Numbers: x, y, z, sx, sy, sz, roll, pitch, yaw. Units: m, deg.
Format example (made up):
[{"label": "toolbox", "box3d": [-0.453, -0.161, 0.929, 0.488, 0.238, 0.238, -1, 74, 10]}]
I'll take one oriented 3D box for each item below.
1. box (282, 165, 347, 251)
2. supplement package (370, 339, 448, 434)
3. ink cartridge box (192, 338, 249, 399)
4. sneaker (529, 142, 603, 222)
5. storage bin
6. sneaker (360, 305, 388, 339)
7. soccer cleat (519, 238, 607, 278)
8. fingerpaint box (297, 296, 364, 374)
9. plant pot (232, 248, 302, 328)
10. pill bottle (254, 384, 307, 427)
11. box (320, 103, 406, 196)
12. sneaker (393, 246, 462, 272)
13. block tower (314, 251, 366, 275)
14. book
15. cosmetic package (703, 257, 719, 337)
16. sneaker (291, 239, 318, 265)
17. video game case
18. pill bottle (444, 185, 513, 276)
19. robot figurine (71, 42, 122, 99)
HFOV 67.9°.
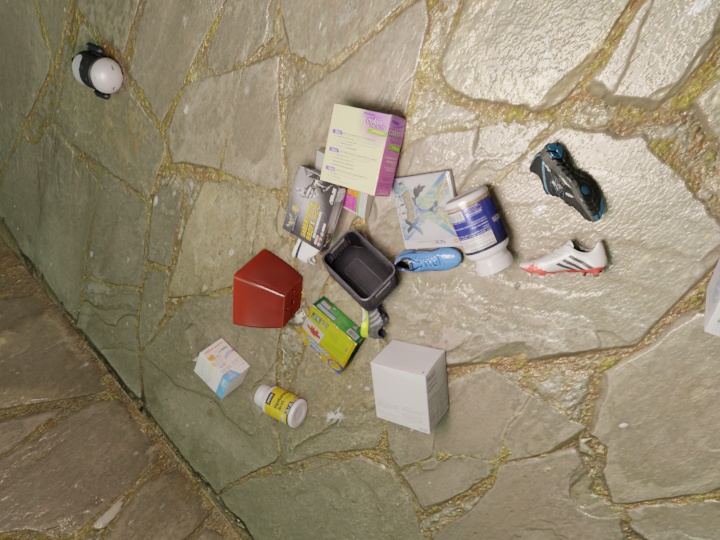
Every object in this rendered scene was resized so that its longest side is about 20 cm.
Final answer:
[{"label": "box", "box3d": [-0.134, -0.183, 1.557, 0.157, 0.048, 0.203, 30, 113, 25]}, {"label": "supplement package", "box3d": [0.152, 0.347, 1.624, 0.188, 0.147, 0.204, 8, 117, 32]}, {"label": "ink cartridge box", "box3d": [-0.576, 0.391, 2.187, 0.199, 0.128, 0.126, 40, 129, 12]}, {"label": "sneaker", "box3d": [0.462, -0.188, 1.197, 0.202, 0.073, 0.082, 55, 148, 7]}, {"label": "storage bin", "box3d": [0.000, 0.000, 1.537, 0.200, 0.135, 0.094, 43, 171, 24]}, {"label": "sneaker", "box3d": [0.049, 0.128, 1.651, 0.079, 0.074, 0.203, 14, 126, 19]}, {"label": "soccer cleat", "box3d": [0.475, -0.031, 1.261, 0.197, 0.068, 0.087, 0, 104, 32]}, {"label": "fingerpaint box", "box3d": [-0.096, 0.217, 1.789, 0.199, 0.073, 0.168, 39, 128, 14]}, {"label": "plant pot", "box3d": [-0.303, 0.079, 1.802, 0.173, 0.200, 0.203, 18, 123, 15]}, {"label": "pill bottle", "box3d": [-0.312, 0.518, 2.070, 0.197, 0.111, 0.113, 17, 121, 28]}, {"label": "box", "box3d": [0.005, -0.315, 1.401, 0.173, 0.096, 0.204, 19, 105, 27]}, {"label": "sneaker", "box3d": [0.182, -0.022, 1.468, 0.197, 0.078, 0.067, -2, 110, 35]}, {"label": "block tower", "box3d": [-0.051, -0.012, 1.656, 0.197, 0.054, 0.059, 19, 122, 27]}, {"label": "book", "box3d": [-0.050, -0.250, 1.544, 0.198, 0.048, 0.136, 31, 129, 22]}, {"label": "cosmetic package", "box3d": [0.741, 0.007, 0.993, 0.121, 0.199, 0.204, 21, 123, 25]}, {"label": "sneaker", "box3d": [-0.148, -0.106, 1.678, 0.080, 0.077, 0.202, 30, 131, 4]}, {"label": "video game case", "box3d": [0.179, -0.159, 1.436, 0.179, 0.022, 0.204, -1, 111, 36]}, {"label": "pill bottle", "box3d": [0.297, -0.096, 1.321, 0.114, 0.115, 0.203, -18, 101, 40]}, {"label": "robot figurine", "box3d": [-0.940, -0.711, 1.911, 0.197, 0.126, 0.151, 25, 167, 24]}]
